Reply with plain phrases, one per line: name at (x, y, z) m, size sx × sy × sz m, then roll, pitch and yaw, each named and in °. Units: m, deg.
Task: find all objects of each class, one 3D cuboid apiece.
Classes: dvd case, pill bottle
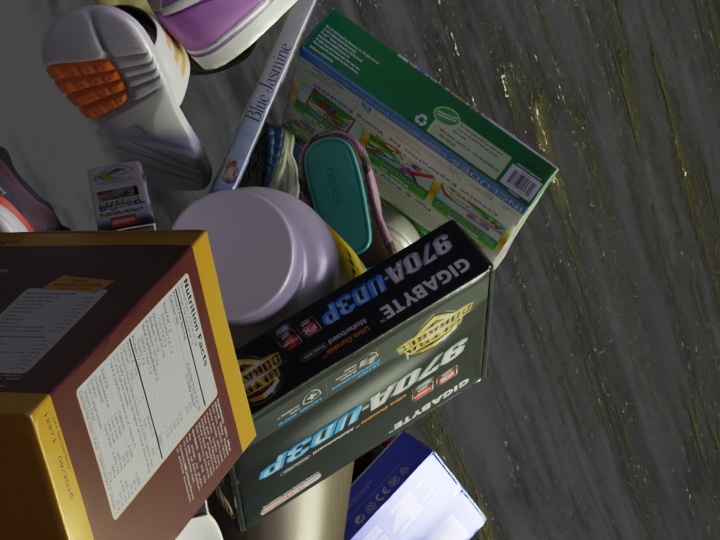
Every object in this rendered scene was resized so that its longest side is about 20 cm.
dvd case at (-0.074, -0.106, 1.505) m, size 0.143 × 0.018 × 0.200 m, roll 126°, pitch -14°, yaw -72°
pill bottle at (-0.061, 0.008, 1.386) m, size 0.200 × 0.111 × 0.111 m, roll 42°, pitch 51°, yaw -75°

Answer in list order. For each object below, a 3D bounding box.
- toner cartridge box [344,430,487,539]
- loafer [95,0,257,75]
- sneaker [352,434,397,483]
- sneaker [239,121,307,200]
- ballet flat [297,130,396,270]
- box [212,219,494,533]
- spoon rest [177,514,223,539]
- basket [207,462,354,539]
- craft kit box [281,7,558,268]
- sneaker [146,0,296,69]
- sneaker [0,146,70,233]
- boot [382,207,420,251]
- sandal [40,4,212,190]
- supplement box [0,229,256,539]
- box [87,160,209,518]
toner cartridge box at (-0.002, 0.226, 1.624) m, size 0.200 × 0.043 × 0.095 m, roll -45°, pitch 130°, yaw -12°
loafer at (-0.116, -0.184, 1.485) m, size 0.200 × 0.068 × 0.076 m, roll 21°, pitch 70°, yaw -64°
sneaker at (0.006, 0.180, 1.716) m, size 0.200 × 0.084 × 0.121 m, roll -5°, pitch 118°, yaw -65°
sneaker at (-0.041, -0.016, 1.564) m, size 0.085 × 0.077 × 0.200 m, roll 15°, pitch 57°, yaw -25°
ballet flat at (0.000, 0.000, 1.516) m, size 0.071 × 0.069 × 0.200 m, roll 32°, pitch 45°, yaw -72°
box at (-0.010, 0.068, 1.357) m, size 0.200 × 0.046 × 0.159 m, roll -31°, pitch 155°, yaw -16°
spoon rest at (-0.146, 0.230, 1.330) m, size 0.200 × 0.061 × 0.099 m, roll -47°, pitch 137°, yaw -31°
basket at (-0.076, 0.189, 1.500) m, size 0.180 × 0.136 × 0.200 m, roll 6°, pitch 88°, yaw -68°
craft kit box at (0.037, -0.086, 1.589) m, size 0.049 × 0.200 × 0.198 m, roll -52°, pitch 176°, yaw -20°
sneaker at (-0.061, -0.235, 1.371) m, size 0.200 × 0.073 × 0.114 m, roll -47°, pitch 118°, yaw -13°
sneaker at (-0.190, 0.004, 1.315) m, size 0.082 × 0.077 × 0.200 m, roll -77°, pitch 154°, yaw -42°
boot at (-0.002, 0.050, 1.680) m, size 0.200 × 0.074 × 0.096 m, roll 97°, pitch 17°, yaw -44°
sandal at (-0.148, -0.125, 1.416) m, size 0.207 × 0.079 × 0.059 m, roll 66°, pitch 31°, yaw -58°
supplement box at (-0.194, 0.080, 1.149) m, size 0.200 × 0.197 × 0.133 m, roll -51°, pitch 135°, yaw -54°
box at (-0.132, 0.044, 1.335) m, size 0.110 × 0.035 × 0.200 m, roll -114°, pitch -165°, yaw -66°
